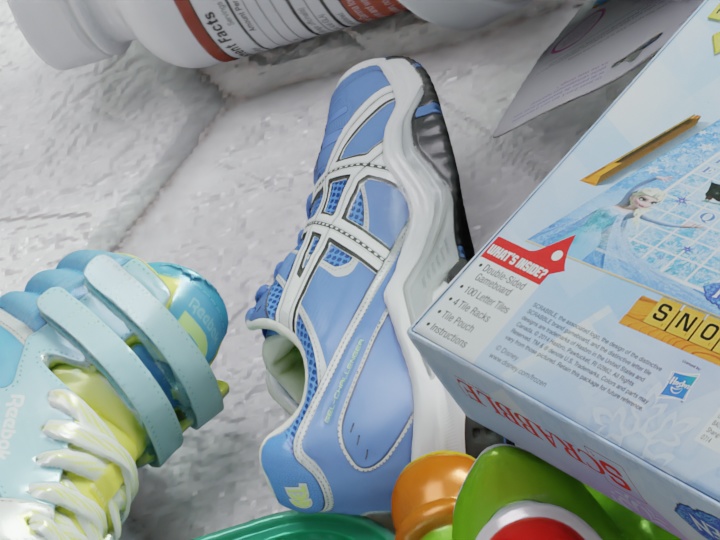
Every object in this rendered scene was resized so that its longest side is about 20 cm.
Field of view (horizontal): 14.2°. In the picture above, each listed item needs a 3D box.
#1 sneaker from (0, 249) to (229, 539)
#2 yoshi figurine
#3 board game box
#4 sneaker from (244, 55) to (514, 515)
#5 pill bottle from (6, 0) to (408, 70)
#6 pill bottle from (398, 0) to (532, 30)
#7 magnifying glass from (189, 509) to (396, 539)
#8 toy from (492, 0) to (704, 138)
[{"bbox_3d":[-0.087,0.060,0.883,0.130,0.080,0.200,-30,39,-4],"label":"sneaker"},{"bbox_3d":[0.065,0.124,0.764,0.200,0.111,0.113,-101,34,-64],"label":"yoshi figurine"},{"bbox_3d":[0.142,-0.012,0.713,0.200,0.041,0.200,-47,40,-12],"label":"board game box"},{"bbox_3d":[0.000,0.000,0.930,0.077,0.076,0.201,-13,37,5],"label":"sneaker"},{"bbox_3d":[-0.034,-0.141,1.085,0.199,0.113,0.113,-14,40,15],"label":"pill bottle"},{"bbox_3d":[0.088,-0.155,0.920,0.200,0.112,0.112,-30,29,40],"label":"pill bottle"},{"bbox_3d":[-0.071,0.106,0.898,0.199,0.022,0.080,-1,45,30],"label":"magnifying glass"},{"bbox_3d":[0.130,-0.102,0.981,0.115,0.047,0.200,-29,18,36],"label":"toy"}]
